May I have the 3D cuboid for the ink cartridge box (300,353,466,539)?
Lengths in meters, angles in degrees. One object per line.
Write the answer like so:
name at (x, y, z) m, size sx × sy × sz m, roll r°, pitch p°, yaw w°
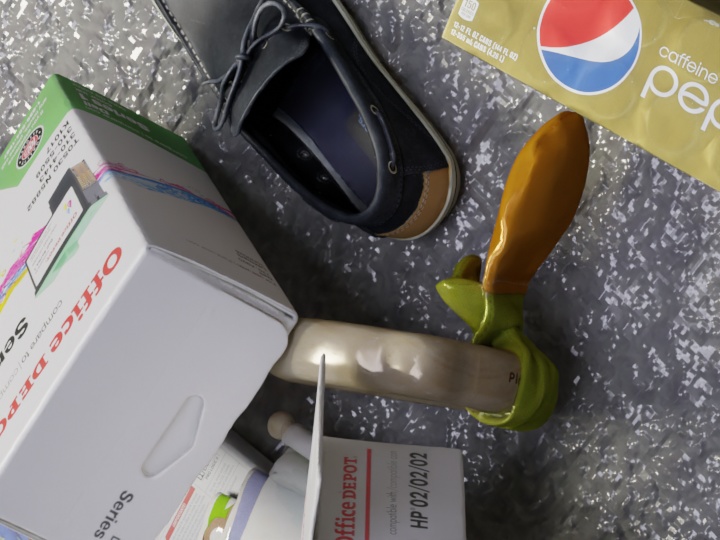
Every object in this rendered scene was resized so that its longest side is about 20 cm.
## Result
ink cartridge box at (0.005, 0.148, 1.210) m, size 0.067 × 0.115 × 0.201 m, roll 5°, pitch 115°, yaw -2°

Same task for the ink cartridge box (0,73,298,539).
ink cartridge box at (-0.123, 0.021, 1.321) m, size 0.145 × 0.084 × 0.200 m, roll -56°, pitch 29°, yaw 12°

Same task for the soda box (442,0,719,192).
soda box at (0.138, -0.086, 1.233) m, size 0.199 × 0.064 × 0.068 m, roll 31°, pitch 109°, yaw 25°

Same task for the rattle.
rattle at (0.000, 0.000, 1.308) m, size 0.199 × 0.130 × 0.144 m, roll 8°, pitch 103°, yaw 52°

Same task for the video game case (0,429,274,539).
video game case at (-0.128, 0.110, 1.442) m, size 0.200 × 0.018 × 0.144 m, roll 38°, pitch 113°, yaw 23°

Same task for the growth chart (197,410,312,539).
growth chart at (-0.048, 0.165, 1.348) m, size 0.145 × 0.018 × 0.201 m, roll 39°, pitch 108°, yaw 47°

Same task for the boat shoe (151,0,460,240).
boat shoe at (-0.036, -0.091, 1.341) m, size 0.200 × 0.062 × 0.075 m, roll 48°, pitch 118°, yaw 20°
